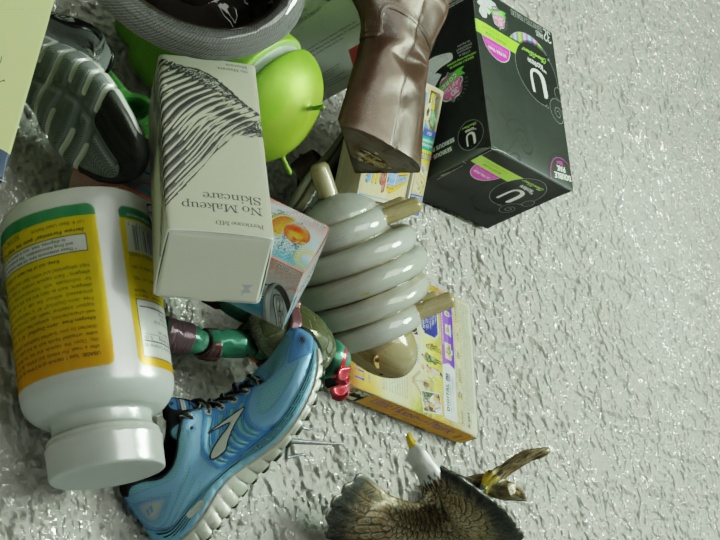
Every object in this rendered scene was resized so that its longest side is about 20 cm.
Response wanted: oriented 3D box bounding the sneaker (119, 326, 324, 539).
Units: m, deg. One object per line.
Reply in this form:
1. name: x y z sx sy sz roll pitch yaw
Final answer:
1. sneaker: -0.105 0.117 1.174 0.090 0.078 0.200 41 77 -10

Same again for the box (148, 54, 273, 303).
1. box: -0.114 -0.071 1.145 0.082 0.069 0.201 4 44 -15

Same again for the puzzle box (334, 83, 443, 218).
1. puzzle box: 0.029 -0.122 1.475 0.200 0.025 0.134 3 99 -71

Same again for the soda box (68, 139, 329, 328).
1. soda box: -0.130 -0.036 1.209 0.199 0.069 0.064 26 42 3

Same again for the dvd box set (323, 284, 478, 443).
1. dvd box set: 0.039 0.071 1.478 0.199 0.029 0.147 25 53 -44

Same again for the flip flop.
1. flip flop: -0.045 -0.076 1.429 0.200 0.057 0.081 -54 151 -35

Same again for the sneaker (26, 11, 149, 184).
1. sneaker: -0.211 -0.148 1.196 0.200 0.075 0.115 43 26 15

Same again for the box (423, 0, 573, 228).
1. box: 0.127 -0.171 1.647 0.148 0.124 0.201 21 56 -43

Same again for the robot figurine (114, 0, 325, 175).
1. robot figurine: -0.115 -0.172 1.311 0.200 0.176 0.116 43 42 14

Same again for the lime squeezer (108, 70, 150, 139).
1. lime squeezer: -0.179 -0.111 1.266 0.201 0.038 0.071 64 -7 -2

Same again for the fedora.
1. fedora: -0.139 -0.239 1.191 0.199 0.090 0.178 27 68 -11

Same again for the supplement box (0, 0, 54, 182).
1. supplement box: -0.329 -0.154 1.023 0.199 0.134 0.201 30 49 -29

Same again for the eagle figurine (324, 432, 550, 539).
1. eagle figurine: 0.070 0.212 1.352 0.150 0.152 0.200 31 16 12

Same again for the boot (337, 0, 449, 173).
1. boot: -0.001 -0.194 1.326 0.186 0.064 0.201 25 71 -33

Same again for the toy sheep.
1. toy sheep: 0.000 0.000 1.345 0.138 0.137 0.201 -25 95 -54

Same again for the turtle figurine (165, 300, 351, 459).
1. turtle figurine: -0.080 0.061 1.278 0.199 0.101 0.150 27 37 -28

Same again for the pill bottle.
1. pill bottle: -0.195 0.051 1.119 0.112 0.112 0.201 10 63 -49

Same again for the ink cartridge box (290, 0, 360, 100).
1. ink cartridge box: -0.064 -0.254 1.427 0.200 0.146 0.083 32 48 -40
